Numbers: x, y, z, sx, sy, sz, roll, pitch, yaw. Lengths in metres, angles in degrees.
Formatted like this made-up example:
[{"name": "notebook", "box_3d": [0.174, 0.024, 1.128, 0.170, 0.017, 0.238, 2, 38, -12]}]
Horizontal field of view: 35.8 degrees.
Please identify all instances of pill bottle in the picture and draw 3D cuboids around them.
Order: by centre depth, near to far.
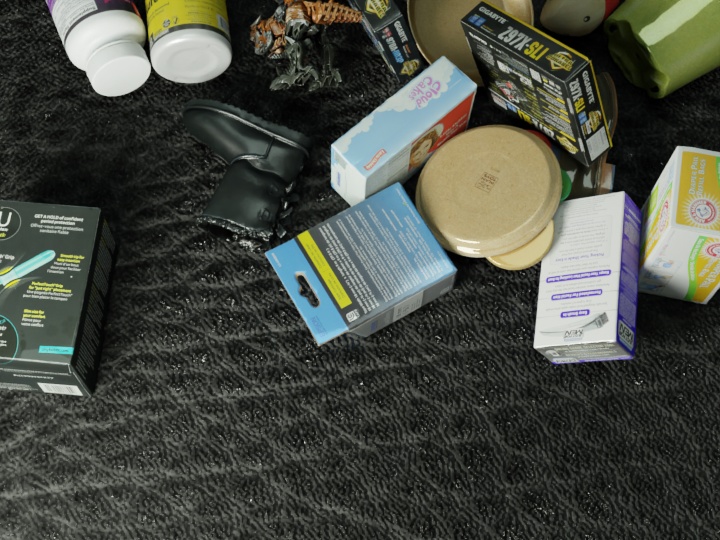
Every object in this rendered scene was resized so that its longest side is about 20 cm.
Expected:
[{"name": "pill bottle", "box_3d": [-0.358, -0.342, 1.518, 0.111, 0.112, 0.201, -22, 70, -10]}, {"name": "pill bottle", "box_3d": [-0.240, -0.369, 1.532, 0.110, 0.111, 0.201, -8, 67, -4]}]

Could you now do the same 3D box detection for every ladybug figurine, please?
[{"name": "ladybug figurine", "box_3d": [0.324, -0.391, 1.547, 0.072, 0.136, 0.200, 44, 59, -8]}]

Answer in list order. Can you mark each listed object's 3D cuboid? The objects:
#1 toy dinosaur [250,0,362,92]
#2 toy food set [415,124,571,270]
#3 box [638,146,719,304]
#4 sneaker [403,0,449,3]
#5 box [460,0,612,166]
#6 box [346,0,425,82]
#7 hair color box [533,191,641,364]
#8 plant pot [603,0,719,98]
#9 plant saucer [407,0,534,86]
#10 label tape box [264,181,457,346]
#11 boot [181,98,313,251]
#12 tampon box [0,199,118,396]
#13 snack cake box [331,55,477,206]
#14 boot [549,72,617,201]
[{"name": "toy dinosaur", "box_3d": [-0.079, -0.312, 1.486, 0.101, 0.200, 0.137, -5, 89, -24]}, {"name": "toy food set", "box_3d": [0.169, -0.103, 1.437, 0.199, 0.049, 0.199, 12, 69, 25]}, {"name": "box", "box_3d": [0.405, -0.051, 1.362, 0.101, 0.200, 0.113, 10, 67, 3]}, {"name": "sneaker", "box_3d": [0.077, -0.457, 1.598, 0.200, 0.073, 0.114, 42, 69, 15]}, {"name": "box", "box_3d": [0.223, -0.240, 1.424, 0.049, 0.160, 0.200, -42, 50, -7]}, {"name": "box", "box_3d": [0.008, -0.371, 1.510, 0.046, 0.159, 0.201, -31, 70, 4]}, {"name": "hair color box", "box_3d": [0.284, 0.010, 1.384, 0.109, 0.065, 0.201, -8, 61, 35]}, {"name": "plant pot", "box_3d": [0.437, -0.337, 1.503, 0.184, 0.200, 0.201, -35, 72, -3]}, {"name": "plant saucer", "box_3d": [0.146, -0.351, 1.537, 0.199, 0.035, 0.202, 1, 89, -24]}, {"name": "label tape box", "box_3d": [0.000, 0.000, 1.406, 0.199, 0.063, 0.145, -28, 71, -12]}, {"name": "boot", "box_3d": [-0.167, -0.123, 1.454, 0.197, 0.073, 0.163, 19, 71, 6]}, {"name": "tampon box", "box_3d": [-0.391, 0.034, 1.350, 0.149, 0.126, 0.201, 5, 66, 0]}, {"name": "snack cake box", "box_3d": [0.055, -0.174, 1.453, 0.200, 0.115, 0.067, -40, 73, -16]}, {"name": "boot", "box_3d": [0.286, -0.179, 1.482, 0.096, 0.075, 0.201, 7, 69, -1]}]
